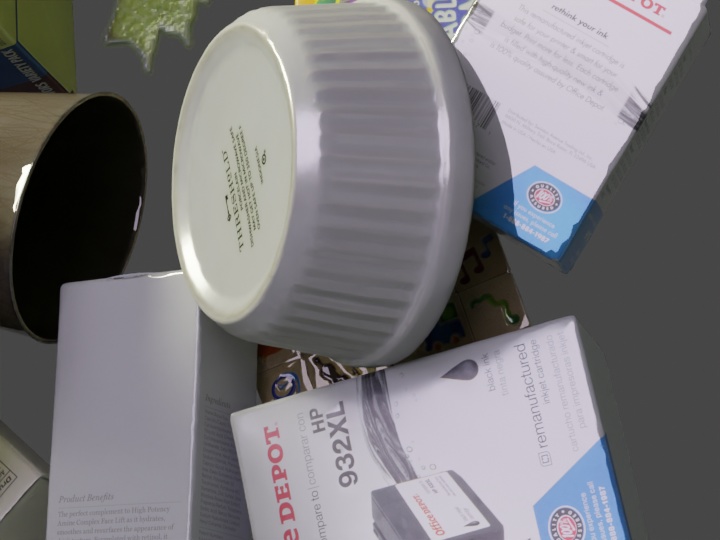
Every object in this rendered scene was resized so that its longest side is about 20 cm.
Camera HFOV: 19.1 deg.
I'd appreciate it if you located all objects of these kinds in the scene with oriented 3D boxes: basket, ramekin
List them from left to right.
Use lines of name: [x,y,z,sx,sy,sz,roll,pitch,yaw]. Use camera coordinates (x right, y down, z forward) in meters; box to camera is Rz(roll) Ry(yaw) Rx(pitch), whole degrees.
basket: [-0.255,-0.043,1.282,0.199,0.137,0.181,7,32,18]
ramekin: [-0.028,-0.049,1.133,0.202,0.094,0.204,-9,79,61]

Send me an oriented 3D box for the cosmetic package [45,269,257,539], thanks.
cosmetic package: [-0.117,0.106,1.210,0.101,0.074,0.201,-5,73,27]

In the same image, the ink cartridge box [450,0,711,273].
ink cartridge box: [0.115,-0.114,1.176,0.115,0.067,0.201,31,90,14]

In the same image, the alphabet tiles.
alphabet tiles: [0.000,0.000,1.232,0.166,0.006,0.201,-23,79,15]

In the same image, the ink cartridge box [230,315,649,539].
ink cartridge box: [0.044,0.125,1.148,0.199,0.084,0.146,-16,71,13]

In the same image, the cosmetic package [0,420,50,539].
cosmetic package: [-0.268,0.112,1.279,0.200,0.073,0.104,39,86,28]

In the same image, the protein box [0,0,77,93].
protein box: [-0.304,-0.198,1.382,0.199,0.135,0.200,-13,65,14]

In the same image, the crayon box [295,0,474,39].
crayon box: [0.031,-0.121,1.279,0.199,0.052,0.127,-8,67,17]
